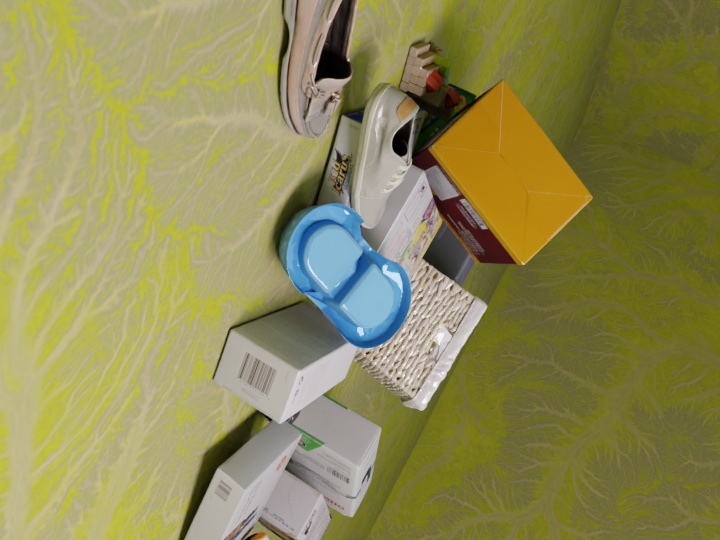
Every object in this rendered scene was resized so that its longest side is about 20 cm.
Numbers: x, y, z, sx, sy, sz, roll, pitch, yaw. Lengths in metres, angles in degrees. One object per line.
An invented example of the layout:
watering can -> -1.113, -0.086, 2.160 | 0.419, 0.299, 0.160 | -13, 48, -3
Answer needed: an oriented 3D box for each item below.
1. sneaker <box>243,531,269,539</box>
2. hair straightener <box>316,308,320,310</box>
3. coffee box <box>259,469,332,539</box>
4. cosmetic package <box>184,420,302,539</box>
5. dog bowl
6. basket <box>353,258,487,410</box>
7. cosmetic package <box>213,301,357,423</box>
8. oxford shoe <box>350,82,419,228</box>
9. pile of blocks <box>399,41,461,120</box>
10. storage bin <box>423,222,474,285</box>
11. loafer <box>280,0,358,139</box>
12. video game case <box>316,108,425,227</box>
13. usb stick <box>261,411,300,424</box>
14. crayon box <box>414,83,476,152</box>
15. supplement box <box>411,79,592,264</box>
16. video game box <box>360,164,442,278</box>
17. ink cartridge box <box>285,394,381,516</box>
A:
sneaker -> -0.191, 0.466, 1.028 | 0.198, 0.093, 0.076 | -35, 179, -18
hair straightener -> -0.058, 0.119, 1.118 | 0.077, 0.040, 0.204 | -46, 155, -47
coffee box -> -0.118, 0.393, 1.210 | 0.081, 0.111, 0.201 | -56, 163, -23
cosmetic package -> -0.167, 0.314, 1.000 | 0.203, 0.051, 0.151 | -63, 168, 26
dog bowl -> -0.020, 0.004, 0.876 | 0.112, 0.049, 0.200 | -49, 123, -11
basket -> 0.084, 0.103, 1.231 | 0.200, 0.159, 0.200 | -55, 179, -10
cosmetic package -> -0.084, 0.107, 0.914 | 0.073, 0.100, 0.199 | -67, 163, 16
oxford shoe -> 0.029, -0.121, 0.856 | 0.076, 0.057, 0.203 | -53, 162, -39
pile of blocks -> 0.117, -0.271, 1.058 | 0.084, 0.061, 0.199 | -66, 165, 7
storage bin -> 0.154, -0.056, 1.368 | 0.202, 0.132, 0.147 | -57, 163, -26
loafer -> -0.034, -0.199, 0.683 | 0.072, 0.062, 0.203 | -51, 159, -35
video game case -> 0.008, -0.120, 0.966 | 0.199, 0.045, 0.185 | -34, 144, -61
usb stick -> -0.119, 0.182, 1.033 | 0.056, 0.032, 0.201 | -58, 163, -18
crayon box -> 0.124, -0.187, 1.213 | 0.203, 0.057, 0.119 | -60, 164, -16
supplement box -> 0.182, -0.127, 1.039 | 0.132, 0.198, 0.200 | -41, -173, -6
video game box -> 0.039, -0.025, 1.022 | 0.203, 0.046, 0.182 | -59, 157, -9
ink cartridge box -> -0.050, 0.311, 1.245 | 0.084, 0.144, 0.203 | -52, 161, -36
